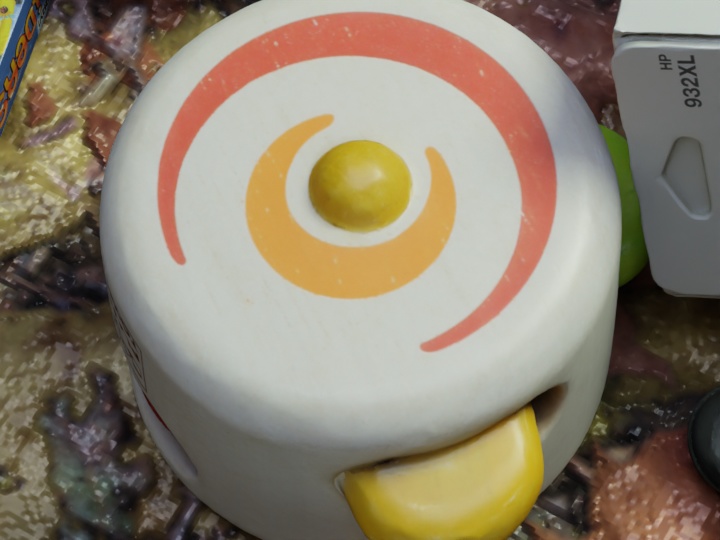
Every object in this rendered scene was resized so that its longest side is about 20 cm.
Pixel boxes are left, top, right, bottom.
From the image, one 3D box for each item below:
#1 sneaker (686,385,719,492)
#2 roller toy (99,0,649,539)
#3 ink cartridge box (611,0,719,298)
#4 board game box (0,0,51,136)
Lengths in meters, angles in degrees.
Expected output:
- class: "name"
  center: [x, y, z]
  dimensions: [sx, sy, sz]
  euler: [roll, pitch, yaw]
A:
- class: "sneaker"
  center: [0.198, 0.068, 0.980]
  dimensions: [0.199, 0.104, 0.060]
  euler: [13, 86, 22]
- class: "roller toy"
  center: [0.000, 0.000, 1.022]
  dimensions: [0.182, 0.140, 0.200]
  euler: [19, 65, 11]
- class: "ink cartridge box"
  center: [0.154, -0.108, 1.034]
  dimensions: [0.083, 0.145, 0.200]
  euler: [3, 54, 17]
- class: "board game box"
  center: [-0.206, -0.068, 1.119]
  dimensions: [0.135, 0.034, 0.201]
  euler: [13, 64, 9]
